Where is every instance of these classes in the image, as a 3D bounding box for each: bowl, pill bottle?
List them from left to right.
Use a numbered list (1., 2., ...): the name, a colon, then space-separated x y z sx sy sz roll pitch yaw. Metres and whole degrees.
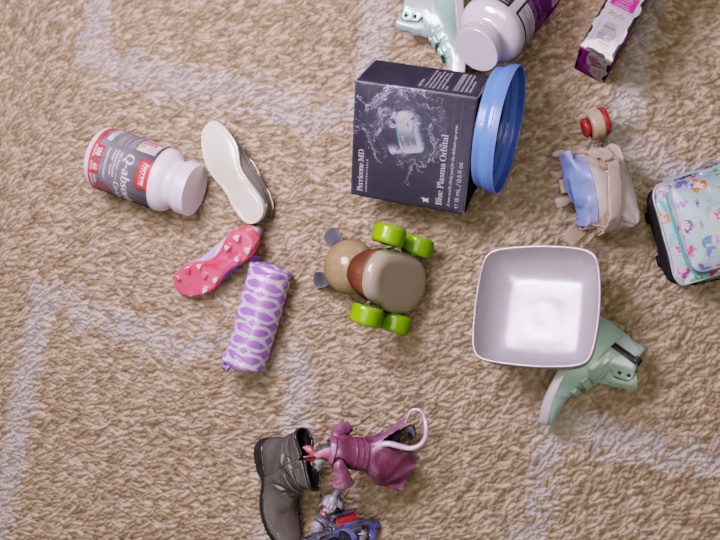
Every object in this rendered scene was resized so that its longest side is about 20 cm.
1. pill bottle: -0.384 -0.175 1.449 0.198 0.116 0.117 19 93 12
2. bowl: 0.218 -0.224 1.271 0.039 0.200 0.204 13 92 18
3. pill bottle: 0.233 -0.410 1.278 0.112 0.113 0.201 34 65 11
4. bowl: 0.286 0.065 1.285 0.197 0.075 0.202 0 69 26

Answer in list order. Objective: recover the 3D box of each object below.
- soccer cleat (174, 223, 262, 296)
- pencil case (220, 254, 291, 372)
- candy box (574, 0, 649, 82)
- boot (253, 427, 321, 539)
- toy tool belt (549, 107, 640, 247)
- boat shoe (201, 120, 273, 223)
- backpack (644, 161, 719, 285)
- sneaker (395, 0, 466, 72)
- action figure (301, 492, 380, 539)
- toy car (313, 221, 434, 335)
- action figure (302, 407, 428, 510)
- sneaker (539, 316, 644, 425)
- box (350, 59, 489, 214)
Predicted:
1. soccer cleat: -0.254 -0.017 1.450 0.199 0.077 0.067 -34 99 27
2. pencil case: -0.184 0.082 1.421 0.085 0.083 0.203 21 92 41
3. candy box: 0.414 -0.411 1.264 0.060 0.136 0.202 29 96 10
4. boot: -0.116 0.375 1.373 0.130 0.067 0.203 -19 82 46
5. toy tool belt: 0.357 -0.148 1.280 0.121 0.125 0.203 -16 85 3
6. boat shoe: -0.219 -0.174 1.441 0.072 0.060 0.203 -32 81 21
7. backpack: 0.555 -0.078 1.226 0.197 0.151 0.180 -14 85 7
8. sneaker: 0.120 -0.383 1.352 0.116 0.074 0.204 -5 80 7
9. action figure: -0.067 0.472 1.354 0.104 0.198 0.197 4 84 46
10. toy car: 0.000 0.000 1.373 0.198 0.157 0.167 16 89 41
11. action figure: 0.002 0.306 1.322 0.197 0.149 0.135 7 54 -23
12. sneaker: 0.374 0.183 1.290 0.117 0.074 0.202 31 93 18
13. box: 0.095 -0.216 1.301 0.197 0.118 0.199 11 122 14
